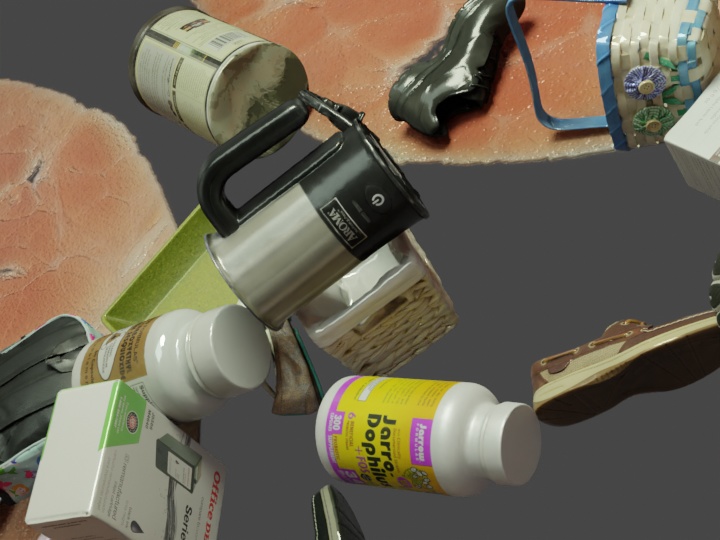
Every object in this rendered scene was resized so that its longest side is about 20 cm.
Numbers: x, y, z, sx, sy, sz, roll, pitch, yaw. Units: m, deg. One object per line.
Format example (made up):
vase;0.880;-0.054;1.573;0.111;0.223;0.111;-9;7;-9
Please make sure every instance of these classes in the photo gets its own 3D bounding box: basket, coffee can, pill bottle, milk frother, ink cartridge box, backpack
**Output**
basket;0.000;0.000;1.417;0.135;0.123;0.200;-37;44;8
coffee can;-0.180;-0.237;1.715;0.147;0.146;0.200;-52;44;-7
pill bottle;-0.194;0.102;1.413;0.199;0.114;0.115;-19;48;35
pill bottle;0.063;0.153;1.267;0.199;0.104;0.105;0;58;37
milk frother;-0.055;-0.072;1.346;0.188;0.181;0.200;-36;1;8
ink cartridge box;-0.226;0.222;1.364;0.084;0.200;0.146;-13;52;26
basket;0.253;-0.208;1.347;0.199;0.177;0.139;6;53;30
backpack;-0.346;0.155;1.541;0.200;0.150;0.178;-36;45;18

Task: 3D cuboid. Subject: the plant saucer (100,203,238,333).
plant saucer;-0.181;0.035;1.582;0.200;0.048;0.200;-49;43;-4

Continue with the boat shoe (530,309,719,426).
boat shoe;0.241;0.072;1.222;0.199;0.072;0.072;-28;45;24

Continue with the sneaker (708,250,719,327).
sneaker;0.366;0.051;1.129;0.200;0.083;0.081;57;131;31

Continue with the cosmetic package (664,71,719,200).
cosmetic package;0.388;-0.102;1.231;0.113;0.081;0.200;-50;42;-8

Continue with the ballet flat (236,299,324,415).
ballet flat;-0.097;0.062;1.442;0.067;0.068;0.201;-17;65;-7

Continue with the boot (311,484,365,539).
boot;-0.064;0.309;1.262;0.153;0.074;0.204;-24;51;14

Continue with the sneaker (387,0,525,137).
sneaker;0.125;-0.229;1.546;0.200;0.076;0.091;-50;53;4

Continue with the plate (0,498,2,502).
plate;-0.493;0.278;1.651;0.200;0.026;0.201;-21;48;25

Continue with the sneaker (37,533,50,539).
sneaker;-0.310;0.287;1.474;0.200;0.080;0.088;-55;24;1
